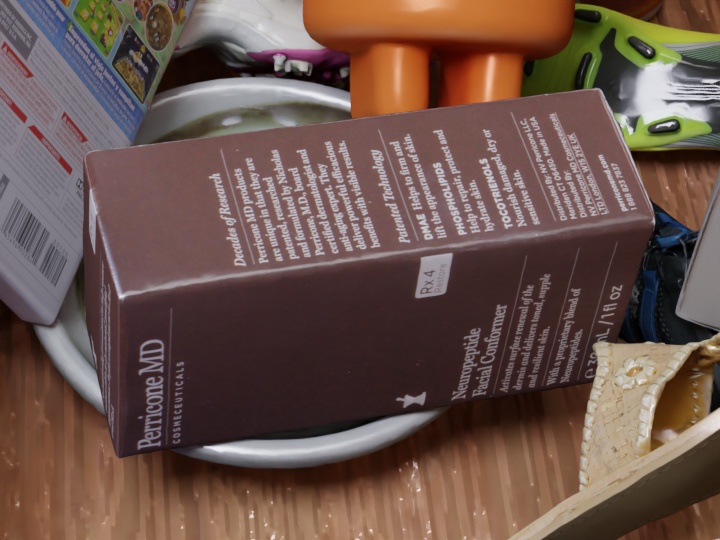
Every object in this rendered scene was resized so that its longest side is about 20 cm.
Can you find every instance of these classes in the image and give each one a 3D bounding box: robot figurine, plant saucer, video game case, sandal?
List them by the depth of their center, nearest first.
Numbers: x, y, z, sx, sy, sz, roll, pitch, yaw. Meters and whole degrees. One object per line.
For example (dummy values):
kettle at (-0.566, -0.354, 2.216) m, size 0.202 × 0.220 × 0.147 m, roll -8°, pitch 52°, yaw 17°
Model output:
sandal at (0.097, 0.060, 0.762) m, size 0.211 × 0.078 × 0.070 m, roll -37°, pitch 63°, yaw 5°
video game case at (-0.117, -0.101, 0.780) m, size 0.018 × 0.143 × 0.201 m, roll 8°, pitch 64°, yaw 28°
robot figurine at (0.033, -0.156, 0.847) m, size 0.143 × 0.202 × 0.116 m, roll 5°, pitch 1°, yaw 27°
plant saucer at (-0.039, 0.007, 0.851) m, size 0.199 × 0.050 × 0.201 m, roll 3°, pitch 51°, yaw -3°

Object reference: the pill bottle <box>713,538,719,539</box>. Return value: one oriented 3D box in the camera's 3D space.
pill bottle at (0.112, 0.191, 0.677) m, size 0.112 × 0.113 × 0.200 m, roll 23°, pitch 51°, yaw 12°

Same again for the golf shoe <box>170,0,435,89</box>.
golf shoe at (-0.053, -0.129, 0.910) m, size 0.199 × 0.075 × 0.092 m, roll 5°, pitch 85°, yaw -28°

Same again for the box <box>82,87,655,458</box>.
box at (0.000, 0.000, 0.764) m, size 0.199 × 0.100 × 0.075 m, roll -7°, pitch 52°, yaw -12°

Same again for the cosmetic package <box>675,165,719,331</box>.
cosmetic package at (0.189, -0.074, 0.805) m, size 0.073 × 0.104 × 0.201 m, roll 19°, pitch 53°, yaw 8°

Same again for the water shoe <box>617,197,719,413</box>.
water shoe at (0.138, 0.004, 0.854) m, size 0.071 × 0.079 × 0.200 m, roll -31°, pitch 60°, yaw -28°

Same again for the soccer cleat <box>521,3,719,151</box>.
soccer cleat at (0.152, -0.081, 0.947) m, size 0.199 × 0.084 × 0.065 m, roll 8°, pitch 88°, yaw 18°

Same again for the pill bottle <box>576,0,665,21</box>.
pill bottle at (0.109, -0.212, 0.950) m, size 0.111 × 0.201 × 0.113 m, roll 4°, pitch 50°, yaw -4°
